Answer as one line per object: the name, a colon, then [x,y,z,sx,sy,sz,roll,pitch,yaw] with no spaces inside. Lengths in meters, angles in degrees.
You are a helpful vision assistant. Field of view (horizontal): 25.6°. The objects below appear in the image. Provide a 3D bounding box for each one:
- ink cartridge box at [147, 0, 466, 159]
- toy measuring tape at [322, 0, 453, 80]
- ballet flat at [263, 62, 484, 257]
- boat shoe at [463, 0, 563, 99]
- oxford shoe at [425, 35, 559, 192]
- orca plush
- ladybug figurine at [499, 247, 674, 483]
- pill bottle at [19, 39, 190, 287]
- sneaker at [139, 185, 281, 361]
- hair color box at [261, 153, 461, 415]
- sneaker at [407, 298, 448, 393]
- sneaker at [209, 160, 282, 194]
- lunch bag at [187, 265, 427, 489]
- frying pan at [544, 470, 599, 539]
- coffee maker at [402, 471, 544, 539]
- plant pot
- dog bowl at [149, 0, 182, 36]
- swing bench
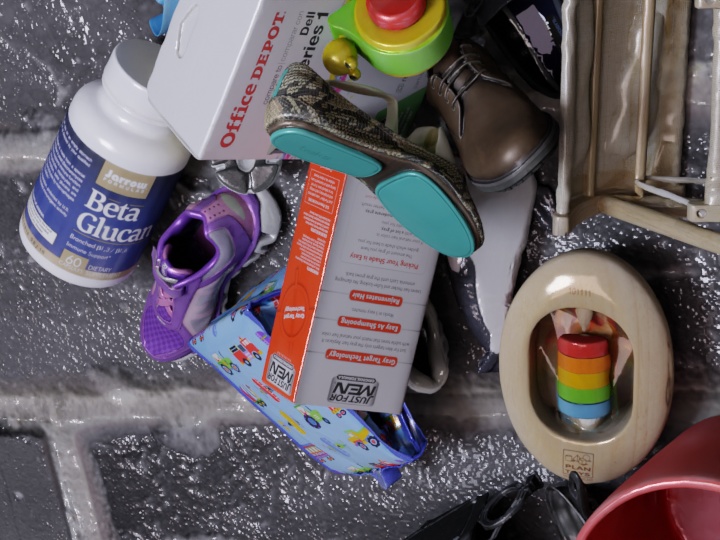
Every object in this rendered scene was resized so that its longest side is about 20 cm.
ink cartridge box: [-0.040,-0.162,1.178,0.084,0.198,0.146,49,127,34]
toy measuring tape: [0.060,-0.193,1.105,0.199,0.074,0.074,-36,90,-7]
ballet flat: [0.020,-0.085,1.107,0.199,0.076,0.067,30,151,-31]
boat shoe: [0.112,-0.210,1.167,0.074,0.062,0.201,-34,89,35]
oxford shoe: [0.081,-0.114,1.118,0.073,0.200,0.084,-41,115,6]
orca plush: [0.102,-0.026,1.256,0.104,0.071,0.202,-20,107,-12]
ladybug figurine: [0.176,0.071,1.222,0.134,0.072,0.203,8,117,15]
pill bottle: [-0.210,-0.093,1.358,0.111,0.111,0.201,38,122,11]
sneaker: [-0.150,0.004,1.371,0.080,0.088,0.201,44,123,16]
hair color box: [0.000,0.000,1.186,0.061,0.100,0.203,24,103,57]
sneaker: [0.022,0.009,1.277,0.074,0.081,0.202,-27,99,-2]
sneaker: [-0.105,-0.156,1.301,0.077,0.090,0.203,-8,83,6]
lunch bag: [-0.032,0.100,1.317,0.201,0.094,0.150,54,153,-5]
frying pan: [0.173,0.192,1.252,0.115,0.031,0.192,49,163,54]
coffee maker: [0.117,0.301,1.301,0.201,0.135,0.192,52,137,-6]
plant pot: [0.266,0.205,1.163,0.198,0.177,0.203,9,113,22]
dog bowl: [-0.143,-0.260,1.209,0.049,0.201,0.113,-6,128,-15]
swing bench: [0.242,-0.121,1.092,0.198,0.129,0.202,13,115,30]
